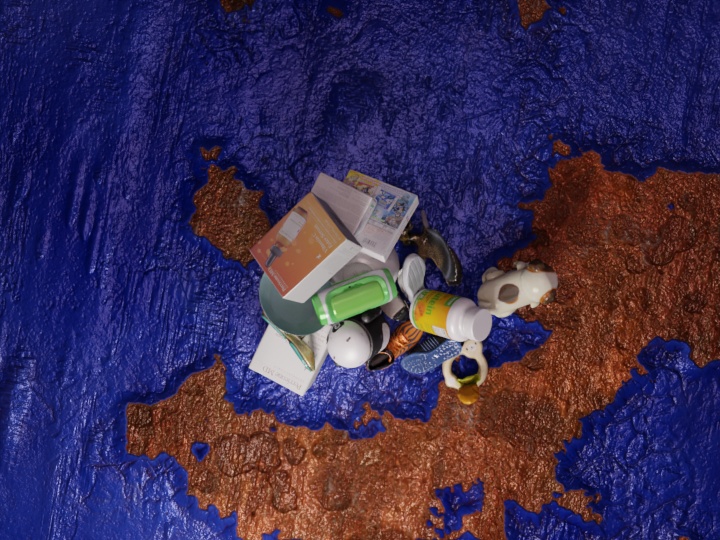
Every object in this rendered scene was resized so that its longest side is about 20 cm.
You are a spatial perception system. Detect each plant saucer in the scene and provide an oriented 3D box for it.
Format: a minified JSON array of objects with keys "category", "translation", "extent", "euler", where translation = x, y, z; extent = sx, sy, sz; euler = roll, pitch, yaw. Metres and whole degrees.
[{"category":"plant saucer","translation":[-0.161,0.067,1.431],"extent":[0.199,0.039,0.203],"euler":[11,66,-26]}]

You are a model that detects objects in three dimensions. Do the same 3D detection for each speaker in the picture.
[{"category":"speaker","translation":[-0.015,0.063,1.403],"extent":[0.198,0.088,0.089],"euler":[-20,89,-9]}]

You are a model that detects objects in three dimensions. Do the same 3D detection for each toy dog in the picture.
[{"category":"toy dog","translation":[0.406,0.036,1.474],"extent":[0.199,0.193,0.141],"euler":[-22,79,43]}]

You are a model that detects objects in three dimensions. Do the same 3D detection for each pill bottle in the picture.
[{"category":"pill bottle","translation":[0.232,0.118,1.480],"extent":[0.199,0.110,0.112],"euler":[13,92,47]}]

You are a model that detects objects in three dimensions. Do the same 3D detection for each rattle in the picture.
[{"category":"rattle","translation":[0.281,0.232,1.541],"extent":[0.129,0.143,0.202],"euler":[16,99,24]}]

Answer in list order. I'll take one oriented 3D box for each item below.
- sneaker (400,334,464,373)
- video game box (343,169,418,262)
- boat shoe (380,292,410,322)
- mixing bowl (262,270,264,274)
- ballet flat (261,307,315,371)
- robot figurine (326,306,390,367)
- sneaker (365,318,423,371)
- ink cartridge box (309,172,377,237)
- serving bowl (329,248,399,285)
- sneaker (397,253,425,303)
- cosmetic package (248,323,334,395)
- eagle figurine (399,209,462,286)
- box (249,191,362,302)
[{"category":"sneaker","translation":[0.201,0.215,1.571],"extent":[0.199,0.078,0.070],"euler":[-27,107,33]},{"category":"video game box","translation":[0.017,-0.139,1.434],"extent":[0.199,0.047,0.183],"euler":[25,75,21]},{"category":"boat shoe","translation":[0.065,0.067,1.592],"extent":[0.075,0.093,0.200],"euler":[-43,59,9]},{"category":"mixing bowl","translation":[-0.159,-0.033,1.557],"extent":[0.108,0.200,0.200],"euler":[39,94,-21]},{"category":"ballet flat","translation":[-0.164,0.161,1.445],"extent":[0.071,0.071,0.200],"euler":[-42,88,4]},{"category":"robot figurine","translation":[-0.004,0.166,1.461],"extent":[0.124,0.200,0.152],"euler":[-1,102,30]},{"category":"sneaker","translation":[0.096,0.210,1.563],"extent":[0.200,0.112,0.078],"euler":[-43,89,4]},{"category":"ink cartridge box","translation":[-0.073,-0.117,1.405],"extent":[0.160,0.050,0.201],"euler":[29,93,22]},{"category":"serving bowl","translation":[0.000,0.000,1.481],"extent":[0.198,0.066,0.202],"euler":[3,118,5]},{"category":"sneaker","translation":[0.126,0.018,1.524],"extent":[0.073,0.201,0.071],"euler":[-40,58,-21]},{"category":"cosmetic package","translation":[-0.169,0.197,1.558],"extent":[0.166,0.166,0.201],"euler":[26,93,4]},{"category":"eagle figurine","translation":[0.194,-0.050,1.543],"extent":[0.199,0.152,0.152],"euler":[26,136,19]},{"category":"box","translation":[-0.125,-0.049,1.331],"extent":[0.200,0.106,0.153],"euler":[-42,70,8]}]
